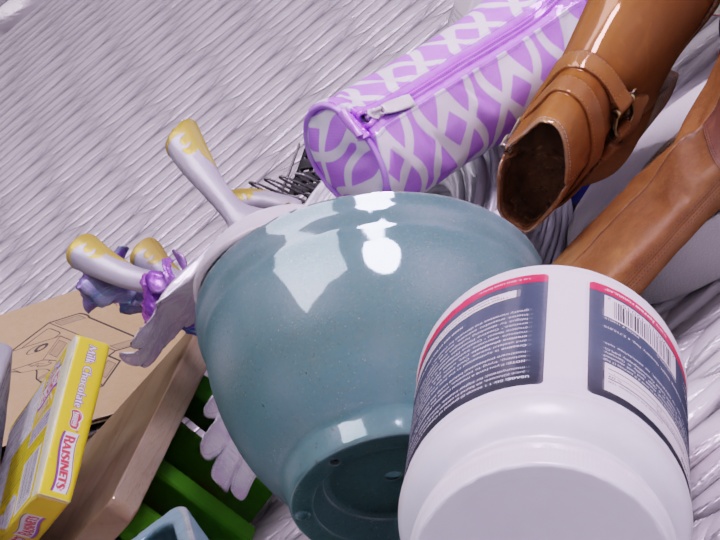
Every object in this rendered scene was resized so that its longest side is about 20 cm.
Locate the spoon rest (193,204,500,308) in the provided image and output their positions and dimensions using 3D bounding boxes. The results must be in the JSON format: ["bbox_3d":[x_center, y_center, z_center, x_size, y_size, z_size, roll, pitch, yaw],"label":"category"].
[{"bbox_3d":[0.000,0.000,1.646,0.099,0.199,0.061,-62,41,44],"label":"spoon rest"}]

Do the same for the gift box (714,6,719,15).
[{"bbox_3d":[0.259,-0.269,1.859,0.200,0.187,0.185,9,48,41],"label":"gift box"}]

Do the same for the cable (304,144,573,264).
[{"bbox_3d":[0.039,-0.014,1.814,0.200,0.069,0.200,-50,36,4],"label":"cable"}]

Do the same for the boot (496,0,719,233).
[{"bbox_3d":[0.140,-0.124,1.655,0.074,0.200,0.155,24,43,22],"label":"boot"}]

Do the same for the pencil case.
[{"bbox_3d":[0.056,-0.108,1.727,0.200,0.084,0.086,-35,-28,-28],"label":"pencil case"}]

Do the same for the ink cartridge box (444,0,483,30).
[{"bbox_3d":[0.107,-0.199,1.896,0.116,0.067,0.201,-101,29,-79],"label":"ink cartridge box"}]

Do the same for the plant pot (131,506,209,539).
[{"bbox_3d":[-0.081,0.262,1.268,0.196,0.200,0.196,-40,17,2],"label":"plant pot"}]

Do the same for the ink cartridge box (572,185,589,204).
[{"bbox_3d":[0.089,-0.052,1.940,0.197,0.047,0.200,-28,24,31],"label":"ink cartridge box"}]

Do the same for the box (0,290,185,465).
[{"bbox_3d":[-0.199,0.068,2.022,0.163,0.021,0.200,-16,27,-4],"label":"box"}]

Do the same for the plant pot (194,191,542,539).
[{"bbox_3d":[0.013,0.072,1.598,0.200,0.200,0.134,-31,47,26],"label":"plant pot"}]

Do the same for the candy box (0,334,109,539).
[{"bbox_3d":[-0.195,0.117,1.763,0.200,0.026,0.102,133,154,-64],"label":"candy box"}]

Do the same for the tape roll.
[{"bbox_3d":[0.212,-0.059,1.714,0.203,0.037,0.203,-35,18,13],"label":"tape roll"}]

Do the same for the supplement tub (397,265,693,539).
[{"bbox_3d":[0.091,0.097,1.414,0.140,0.140,0.200,-33,18,19],"label":"supplement tub"}]

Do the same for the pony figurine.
[{"bbox_3d":[-0.080,0.011,1.746,0.200,0.167,0.193,24,64,39],"label":"pony figurine"}]

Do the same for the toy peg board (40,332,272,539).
[{"bbox_3d":[-0.140,0.167,1.832,0.199,0.098,0.200,-47,11,35],"label":"toy peg board"}]

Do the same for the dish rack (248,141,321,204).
[{"bbox_3d":[-0.050,-0.022,2.024,0.153,0.054,0.201,-3,65,63],"label":"dish rack"}]

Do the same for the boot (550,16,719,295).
[{"bbox_3d":[0.185,-0.059,1.655,0.200,0.068,0.188,-48,19,10],"label":"boot"}]

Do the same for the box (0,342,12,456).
[{"bbox_3d":[-0.291,0.165,1.804,0.184,0.105,0.200,-78,0,-50],"label":"box"}]
